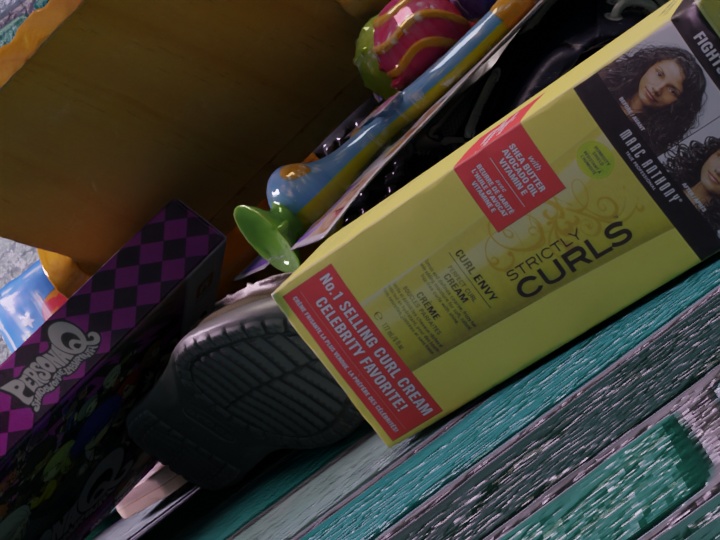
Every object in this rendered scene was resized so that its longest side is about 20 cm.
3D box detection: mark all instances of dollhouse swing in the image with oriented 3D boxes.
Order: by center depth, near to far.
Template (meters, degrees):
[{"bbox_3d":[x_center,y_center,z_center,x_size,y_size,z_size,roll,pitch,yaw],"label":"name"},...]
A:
[{"bbox_3d":[-0.101,-0.109,1.075,0.200,0.176,0.182,-43,43,21],"label":"dollhouse swing"}]

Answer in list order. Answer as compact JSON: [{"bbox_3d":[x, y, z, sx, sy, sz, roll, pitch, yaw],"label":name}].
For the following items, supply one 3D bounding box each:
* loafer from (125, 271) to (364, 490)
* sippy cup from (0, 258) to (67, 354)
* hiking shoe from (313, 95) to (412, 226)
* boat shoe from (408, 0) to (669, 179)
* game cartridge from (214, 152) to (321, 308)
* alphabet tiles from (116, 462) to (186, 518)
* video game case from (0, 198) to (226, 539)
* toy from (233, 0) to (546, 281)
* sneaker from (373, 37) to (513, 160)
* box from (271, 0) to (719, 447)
[{"bbox_3d":[-0.039,0.033,1.009,0.070,0.075,0.200,-59,14,-27],"label":"loafer"},{"bbox_3d":[-0.145,0.041,1.452,0.140,0.130,0.178,-35,4,17],"label":"sippy cup"},{"bbox_3d":[0.010,-0.102,1.302,0.200,0.074,0.087,116,157,-47],"label":"hiking shoe"},{"bbox_3d":[0.112,-0.094,1.011,0.200,0.075,0.093,-49,15,-19],"label":"boat shoe"},{"bbox_3d":[-0.091,0.029,1.254,0.200,0.032,0.176,-44,-10,-10],"label":"game cartridge"},{"bbox_3d":[-0.046,0.059,1.243,0.196,0.015,0.200,-31,7,34],"label":"alphabet tiles"},{"bbox_3d":[-0.140,0.084,1.069,0.200,0.036,0.181,-46,-15,-30],"label":"video game case"},{"bbox_3d":[0.019,-0.083,0.993,0.200,0.047,0.115,-50,9,-20],"label":"toy"},{"bbox_3d":[0.048,-0.094,1.128,0.087,0.075,0.200,-21,44,-3],"label":"sneaker"},{"bbox_3d":[0.065,-0.019,0.819,0.200,0.075,0.050,-33,7,37],"label":"box"}]
